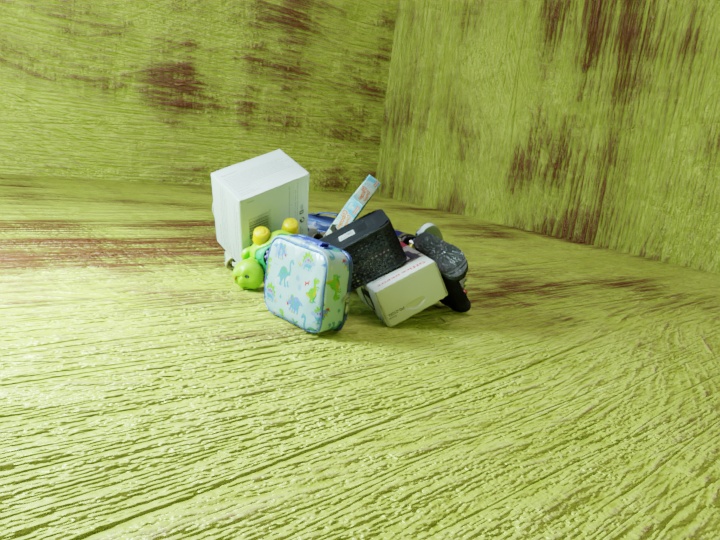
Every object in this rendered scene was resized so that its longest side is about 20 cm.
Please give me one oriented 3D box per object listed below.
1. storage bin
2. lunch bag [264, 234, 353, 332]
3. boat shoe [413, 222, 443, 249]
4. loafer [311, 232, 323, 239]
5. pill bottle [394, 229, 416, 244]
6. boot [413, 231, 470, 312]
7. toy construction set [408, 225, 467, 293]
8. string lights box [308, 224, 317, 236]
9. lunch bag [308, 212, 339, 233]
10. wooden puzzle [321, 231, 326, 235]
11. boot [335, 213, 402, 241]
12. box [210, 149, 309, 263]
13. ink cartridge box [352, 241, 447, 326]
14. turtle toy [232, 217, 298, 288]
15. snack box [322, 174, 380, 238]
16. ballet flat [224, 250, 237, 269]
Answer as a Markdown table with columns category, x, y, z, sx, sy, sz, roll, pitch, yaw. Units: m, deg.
| category | x | y | z | sx | sy | sz | roll | pitch | yaw |
| --- | --- | --- | --- | --- | --- | --- | --- | --- | --- |
| storage bin | -0.015 | -0.034 | 1.320 | 0.197 | 0.095 | 0.135 | -28 | 19 | 1 |
| lunch bag | -0.099 | 0.019 | 1.184 | 0.081 | 0.165 | 0.198 | -3 | 15 | -41 |
| boat shoe | 0.150 | -0.035 | 1.456 | 0.072 | 0.202 | 0.068 | -25 | 44 | -12 |
| loafer | -0.091 | -0.023 | 1.518 | 0.074 | 0.069 | 0.201 | 1 | 34 | -30 |
| pill bottle | 0.075 | -0.068 | 1.836 | 0.110 | 0.115 | 0.198 | -3 | 16 | -41 |
| boot | 0.198 | 0.027 | 1.368 | 0.065 | 0.202 | 0.165 | -32 | 42 | -7 |
| toy construction set | 0.200 | -0.006 | 1.561 | 0.091 | 0.132 | 0.201 | -31 | 66 | -19 |
| string lights box | -0.220 | -0.075 | 1.690 | 0.196 | 0.105 | 0.059 | 3 | 13 | -23 |
| lunch bag | -0.100 | -0.102 | 1.827 | 0.196 | 0.136 | 0.135 | 13 | 13 | 24 |
| wooden puzzle | -0.003 | -0.044 | 1.661 | 0.195 | 0.047 | 0.186 | -1 | 28 | -17 |
| boot | 0.019 | -0.075 | 1.594 | 0.150 | 0.075 | 0.205 | -1 | 36 | -17 |
| box | -0.233 | -0.147 | 1.482 | 0.198 | 0.202 | 0.130 | -27 | 51 | -32 |
| ink cartridge box | 0.075 | 0.024 | 1.333 | 0.143 | 0.086 | 0.200 | -27 | 20 | -9 |
| turtle toy | -0.201 | -0.021 | 1.413 | 0.197 | 0.147 | 0.102 | -20 | 56 | -31 |
| snack box | -0.034 | -0.118 | 1.443 | 0.037 | 0.201 | 0.117 | 36 | 40 | -3 |
| ballet flat | -0.238 | -0.017 | 1.536 | 0.195 | 0.071 | 0.070 | 6 | 11 | 1 |
